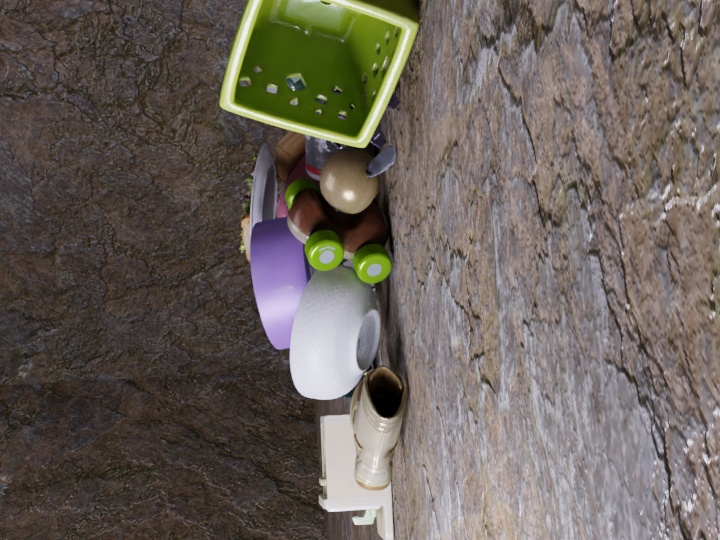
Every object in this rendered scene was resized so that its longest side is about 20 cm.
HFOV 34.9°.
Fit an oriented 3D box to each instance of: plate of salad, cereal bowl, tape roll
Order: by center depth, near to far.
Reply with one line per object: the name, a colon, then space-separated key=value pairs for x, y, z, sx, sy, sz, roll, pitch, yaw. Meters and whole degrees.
cereal bowl: x=-0.025 y=0.095 z=1.683 sx=0.200 sy=0.082 sz=0.203 roll=11 pitch=-90 yaw=-69
tape roll: x=-0.103 y=0.016 z=1.771 sx=0.200 sy=0.084 sz=0.203 roll=-11 pitch=-90 yaw=-82
plate of salad: x=-0.170 y=-0.109 z=1.869 sx=0.200 sy=0.047 sz=0.203 roll=4 pitch=-90 yaw=-85

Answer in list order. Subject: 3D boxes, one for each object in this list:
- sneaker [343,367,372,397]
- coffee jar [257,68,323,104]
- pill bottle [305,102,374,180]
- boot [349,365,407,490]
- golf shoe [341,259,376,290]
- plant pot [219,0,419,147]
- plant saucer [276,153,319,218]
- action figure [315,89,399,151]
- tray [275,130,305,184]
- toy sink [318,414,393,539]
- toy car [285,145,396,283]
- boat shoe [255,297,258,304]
sneaker: x=-0.015 y=0.164 z=1.947 sx=0.200 sy=0.082 sz=0.122 roll=-83 pitch=-2 yaw=-73
coffee jar: x=-0.047 y=-0.301 z=1.577 sx=0.085 sy=0.200 sz=0.105 roll=41 pitch=158 yaw=17
pill bottle: x=-0.033 y=-0.249 z=1.804 sx=0.114 sy=0.112 sz=0.202 roll=-103 pitch=12 yaw=-64
boot: x=0.025 y=0.186 z=1.620 sx=0.201 sy=0.072 sz=0.157 roll=-86 pitch=3 yaw=-51
golf shoe: x=0.000 y=0.000 z=1.886 sx=0.088 sy=0.077 sz=0.200 roll=49 pitch=156 yaw=1
plant pot: x=-0.050 y=-0.299 z=1.402 sx=0.183 sy=0.198 sz=0.200 roll=-88 pitch=18 yaw=-47
plant saucer: x=-0.067 y=-0.159 z=1.987 sx=0.201 sy=0.051 sz=0.201 roll=-50 pitch=-12 yaw=-14
action figure: x=-0.009 y=-0.224 z=1.597 sx=0.131 sy=0.069 sz=0.200 roll=-56 pitch=21 yaw=-1
tray: x=-0.069 y=-0.242 z=1.944 sx=0.200 sy=0.037 sz=0.099 roll=-50 pitch=-11 yaw=-25
toy sink: x=-0.012 y=0.334 z=1.862 sx=0.130 sy=0.110 sz=0.203 roll=127 pitch=140 yaw=-82
toy car: x=-0.002 y=-0.116 z=1.649 sx=0.201 sy=0.156 sz=0.165 roll=-60 pitch=32 yaw=27
boat shoe: x=-0.104 y=-0.012 z=1.966 sx=0.075 sy=0.200 sz=0.062 roll=49 pitch=-176 yaw=14
